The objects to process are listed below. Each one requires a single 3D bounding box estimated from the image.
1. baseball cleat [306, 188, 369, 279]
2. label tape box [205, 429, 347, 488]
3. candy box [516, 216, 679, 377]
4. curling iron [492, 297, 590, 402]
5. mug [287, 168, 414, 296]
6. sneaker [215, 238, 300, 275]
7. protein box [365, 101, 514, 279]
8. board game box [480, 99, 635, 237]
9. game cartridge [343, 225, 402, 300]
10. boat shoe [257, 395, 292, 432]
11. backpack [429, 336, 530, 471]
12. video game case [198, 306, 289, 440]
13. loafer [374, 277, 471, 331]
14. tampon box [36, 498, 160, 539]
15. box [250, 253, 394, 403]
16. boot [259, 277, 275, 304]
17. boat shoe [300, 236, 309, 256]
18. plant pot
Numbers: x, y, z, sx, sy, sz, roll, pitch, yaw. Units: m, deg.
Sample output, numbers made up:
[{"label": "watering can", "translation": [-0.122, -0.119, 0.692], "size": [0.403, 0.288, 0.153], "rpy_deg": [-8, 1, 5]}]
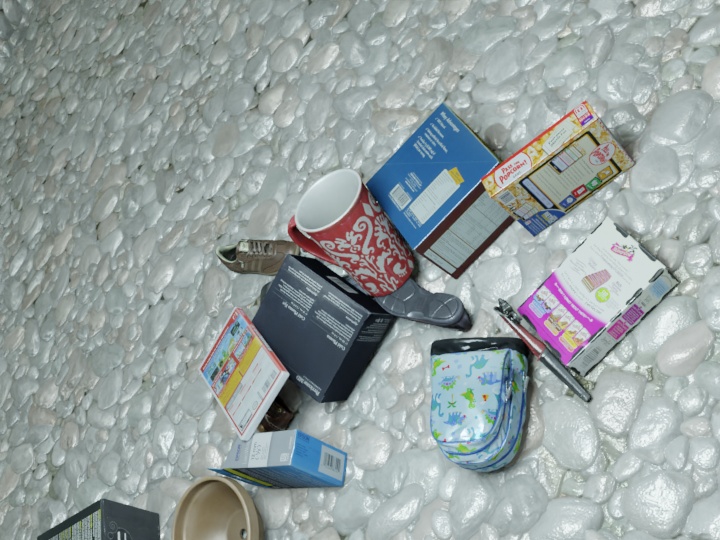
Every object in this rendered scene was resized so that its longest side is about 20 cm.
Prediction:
[{"label": "baseball cleat", "translation": [-0.017, -0.055, 1.641], "size": [0.200, 0.069, 0.107], "rpy_deg": [-50, 63, 28]}, {"label": "label tape box", "translation": [-0.145, 0.328, 1.542], "size": [0.199, 0.143, 0.067], "rpy_deg": [-10, 60, 36]}, {"label": "candy box", "translation": [0.351, 0.039, 1.334], "size": [0.200, 0.061, 0.137], "rpy_deg": [-47, 46, 12]}, {"label": "curling iron", "translation": [0.267, 0.120, 1.333], "size": [0.026, 0.050, 0.200], "rpy_deg": [-41, 75, 4]}, {"label": "mug", "translation": [-0.014, -0.063, 1.538], "size": [0.134, 0.200, 0.177], "rpy_deg": [-52, 37, -13]}, {"label": "sneaker", "translation": [-0.216, -0.031, 1.840], "size": [0.199, 0.075, 0.071], "rpy_deg": [-10, 62, 37]}, {"label": "protein box", "translation": [0.153, -0.138, 1.542], "size": [0.200, 0.135, 0.199], "rpy_deg": [-45, 46, 12]}, {"label": "board game box", "translation": [0.312, -0.155, 1.406], "size": [0.199, 0.151, 0.047], "rpy_deg": [-36, 49, 19]}, {"label": "game cartridge", "translation": [0.000, 0.000, 1.671], "size": [0.199, 0.040, 0.134], "rpy_deg": [-26, 57, 28]}, {"label": "boat shoe", "translation": [-0.188, 0.224, 1.689], "size": [0.070, 0.070, 0.200], "rpy_deg": [-51, 54, 16]}, {"label": "backpack", "translation": [0.175, 0.202, 1.356], "size": [0.162, 0.154, 0.202], "rpy_deg": [-3, 77, 23]}, {"label": "video game case", "translation": [-0.206, 0.176, 1.548], "size": [0.144, 0.017, 0.200], "rpy_deg": [-58, 44, 14]}, {"label": "loafer", "translation": [0.105, 0.065, 1.530], "size": [0.199, 0.063, 0.072], "rpy_deg": [17, 69, 46]}, {"label": "tampon box", "translation": [-0.507, 0.550, 1.729], "size": [0.199, 0.150, 0.127], "rpy_deg": [-32, 50, 24]}, {"label": "box", "translation": [-0.077, 0.101, 1.576], "size": [0.199, 0.104, 0.183], "rpy_deg": [35, 101, 25]}, {"label": "boot", "translation": [-0.141, 0.079, 1.703], "size": [0.131, 0.069, 0.201], "rpy_deg": [-35, 49, 41]}, {"label": "boat shoe", "translation": [-0.043, -0.098, 1.721], "size": [0.202, 0.086, 0.075], "rpy_deg": [-43, 47, 15]}, {"label": "plant pot", "translation": [-0.234, 0.465, 1.573], "size": [0.200, 0.092, 0.203], "rpy_deg": [-12, 72, 38]}]
